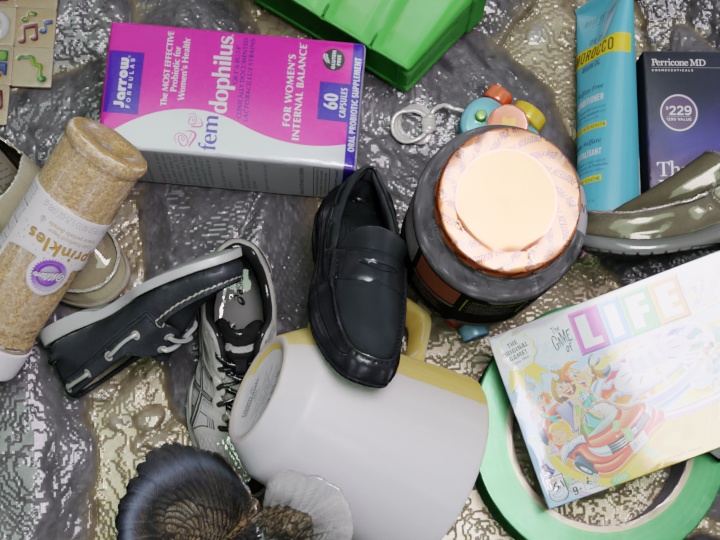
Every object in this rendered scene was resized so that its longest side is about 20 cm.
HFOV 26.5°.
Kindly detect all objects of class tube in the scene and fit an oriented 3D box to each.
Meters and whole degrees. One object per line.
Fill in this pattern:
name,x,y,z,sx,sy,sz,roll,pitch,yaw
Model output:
tube,0.197,-0.130,1.222,0.050,0.077,0.202,11,71,-31

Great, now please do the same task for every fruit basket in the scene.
fruit basket,0.021,-0.275,1.206,0.213,0.156,0.218,0,85,1

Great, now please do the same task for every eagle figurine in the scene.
eagle figurine,-0.093,0.203,1.064,0.149,0.200,0.154,5,91,-11

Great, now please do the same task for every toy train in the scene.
toy train,0.100,-0.054,1.216,0.148,0.056,0.202,-14,80,-6

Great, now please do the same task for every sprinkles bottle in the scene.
sprinkles bottle,-0.236,-0.015,1.130,0.068,0.068,0.201,36,105,5

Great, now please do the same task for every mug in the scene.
mug,-0.013,0.108,1.121,0.152,0.187,0.150,26,111,-20

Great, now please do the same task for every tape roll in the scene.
tape roll,0.182,0.128,1.186,0.198,0.048,0.203,1,79,-3

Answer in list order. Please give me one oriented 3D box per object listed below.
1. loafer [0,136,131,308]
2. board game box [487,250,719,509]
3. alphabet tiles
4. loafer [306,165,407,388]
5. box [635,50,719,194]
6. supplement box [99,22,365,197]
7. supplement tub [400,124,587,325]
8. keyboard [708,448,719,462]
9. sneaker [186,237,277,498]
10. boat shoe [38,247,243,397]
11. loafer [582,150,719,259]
loafer,-0.264,-0.046,1.190,0.199,0.068,0.076,38,79,5
board game box,0.210,0.080,1.135,0.198,0.034,0.136,-21,79,6
alphabet tiles,-0.331,-0.218,1.255,0.164,0.006,0.203,2,78,-2
loafer,0.000,0.000,1.085,0.067,0.071,0.202,17,35,-18
box,0.318,-0.098,1.226,0.197,0.079,0.143,0,76,-3
supplement box,-0.098,-0.123,1.198,0.197,0.103,0.103,4,79,0
supplement tub,0.092,-0.031,1.087,0.121,0.200,0.124,0,82,-3
keyboard,0.315,0.051,1.152,0.104,0.040,0.201,37,86,-1
sneaker,-0.098,0.073,1.165,0.075,0.088,0.203,-4,80,-5
boat shoe,-0.156,0.040,1.143,0.199,0.075,0.061,-25,87,37
loafer,0.253,-0.052,1.142,0.197,0.075,0.071,-9,88,-3
